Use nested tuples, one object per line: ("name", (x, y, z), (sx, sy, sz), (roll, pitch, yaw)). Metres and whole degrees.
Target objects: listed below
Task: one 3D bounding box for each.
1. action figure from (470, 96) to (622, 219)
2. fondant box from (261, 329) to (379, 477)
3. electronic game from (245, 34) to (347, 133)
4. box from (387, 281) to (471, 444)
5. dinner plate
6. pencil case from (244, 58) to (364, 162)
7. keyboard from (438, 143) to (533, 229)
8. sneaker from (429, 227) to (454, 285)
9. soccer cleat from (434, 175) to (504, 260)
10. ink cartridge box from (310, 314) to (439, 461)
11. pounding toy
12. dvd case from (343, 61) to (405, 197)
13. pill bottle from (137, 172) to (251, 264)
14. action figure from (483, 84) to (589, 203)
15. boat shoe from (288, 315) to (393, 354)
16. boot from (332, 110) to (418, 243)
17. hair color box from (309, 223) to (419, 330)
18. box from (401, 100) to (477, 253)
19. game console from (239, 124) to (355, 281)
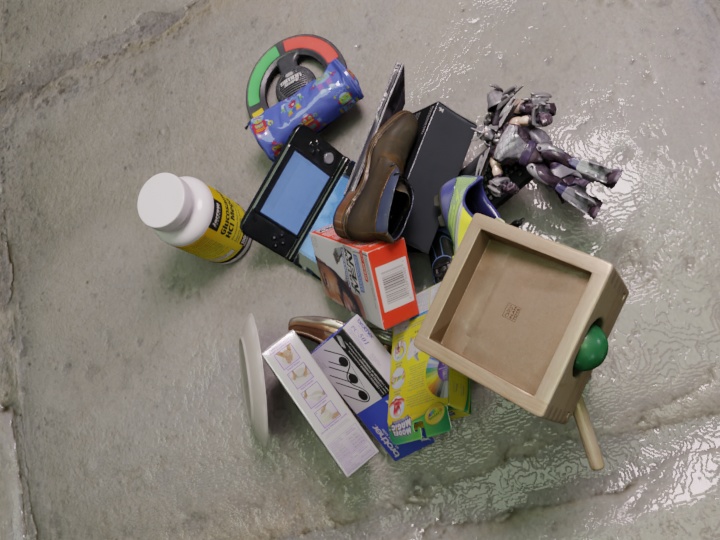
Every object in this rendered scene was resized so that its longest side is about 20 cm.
("action figure", (0.233, -0.146, 0.792), (0.198, 0.069, 0.132), (29, 116, 13))
("fondant box", (-0.061, 0.189, 0.867), (0.058, 0.144, 0.201), (-36, 84, -13))
("electronic game", (-0.114, -0.325, 1.077), (0.196, 0.042, 0.204), (-4, 77, 18))
("box", (0.091, 0.123, 0.795), (0.117, 0.048, 0.203), (-30, 42, 45))
("dinner plate", (-0.164, 0.167, 0.915), (0.024, 0.200, 0.204), (-7, 74, -16))
("pencil case", (-0.091, -0.265, 1.005), (0.198, 0.078, 0.088), (-33, 50, 10))
("keyboard", (0.177, -0.090, 0.891), (0.200, 0.020, 0.128), (-42, 79, 37))
("sneaker", (0.140, 0.030, 0.880), (0.070, 0.077, 0.203), (-34, 73, 38))
("soccer cleat", (0.165, -0.031, 0.822), (0.083, 0.064, 0.203), (-15, 99, 45))
("ink cartridge box", (0.023, 0.169, 0.869), (0.201, 0.044, 0.094), (51, 131, 0))
("pounding toy", (0.188, 0.076, 0.642), (0.198, 0.142, 0.186), (26, 89, 35))
("dvd case", (0.025, -0.187, 0.906), (0.016, 0.149, 0.203), (22, 87, 6))
("pill bottle", (-0.267, -0.084, 0.992), (0.110, 0.200, 0.115), (-4, 78, 17))
("action figure", (0.249, -0.190, 0.876), (0.069, 0.130, 0.201), (-38, 85, -6))
("boat shoe", (-0.027, 0.116, 0.938), (0.197, 0.076, 0.073), (10, 84, 22))
("boot", (0.049, -0.122, 0.808), (0.096, 0.074, 0.202), (19, 78, 45))
("hair color box", (0.000, 0.000, 0.876), (0.063, 0.199, 0.113), (-20, 108, -20))
("box", (0.080, -0.134, 0.912), (0.078, 0.141, 0.203), (23, 86, -17))
("game console", (-0.065, -0.101, 0.977), (0.118, 0.170, 0.202), (28, 88, 48))
